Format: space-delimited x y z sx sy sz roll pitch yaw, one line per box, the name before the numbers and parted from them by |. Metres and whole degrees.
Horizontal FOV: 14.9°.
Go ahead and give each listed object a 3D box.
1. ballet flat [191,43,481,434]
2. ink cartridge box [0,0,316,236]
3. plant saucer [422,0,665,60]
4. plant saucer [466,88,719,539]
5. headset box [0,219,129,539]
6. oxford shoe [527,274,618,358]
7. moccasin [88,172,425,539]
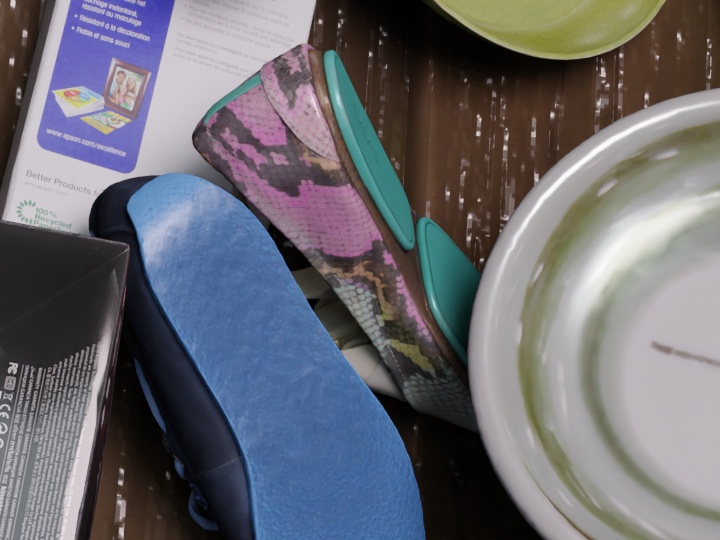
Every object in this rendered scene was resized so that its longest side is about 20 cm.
ballet flat | 0.000 0.000 1.009 0.200 0.071 0.069 55 21 -39
ink cartridge box | -0.072 -0.081 1.044 0.099 0.039 0.201 17 70 -13
plant saucer | 0.051 -0.176 1.090 0.199 0.031 0.201 15 67 -37
plant saucer | 0.138 0.034 0.955 0.199 0.050 0.201 -3 64 7
headset box | -0.125 0.085 0.888 0.075 0.200 0.149 10 69 -4
oxford shoe | 0.113 -0.019 1.047 0.075 0.070 0.200 58 46 -26
moccasin | -0.034 0.049 0.987 0.080 0.068 0.201 -30 112 -25
